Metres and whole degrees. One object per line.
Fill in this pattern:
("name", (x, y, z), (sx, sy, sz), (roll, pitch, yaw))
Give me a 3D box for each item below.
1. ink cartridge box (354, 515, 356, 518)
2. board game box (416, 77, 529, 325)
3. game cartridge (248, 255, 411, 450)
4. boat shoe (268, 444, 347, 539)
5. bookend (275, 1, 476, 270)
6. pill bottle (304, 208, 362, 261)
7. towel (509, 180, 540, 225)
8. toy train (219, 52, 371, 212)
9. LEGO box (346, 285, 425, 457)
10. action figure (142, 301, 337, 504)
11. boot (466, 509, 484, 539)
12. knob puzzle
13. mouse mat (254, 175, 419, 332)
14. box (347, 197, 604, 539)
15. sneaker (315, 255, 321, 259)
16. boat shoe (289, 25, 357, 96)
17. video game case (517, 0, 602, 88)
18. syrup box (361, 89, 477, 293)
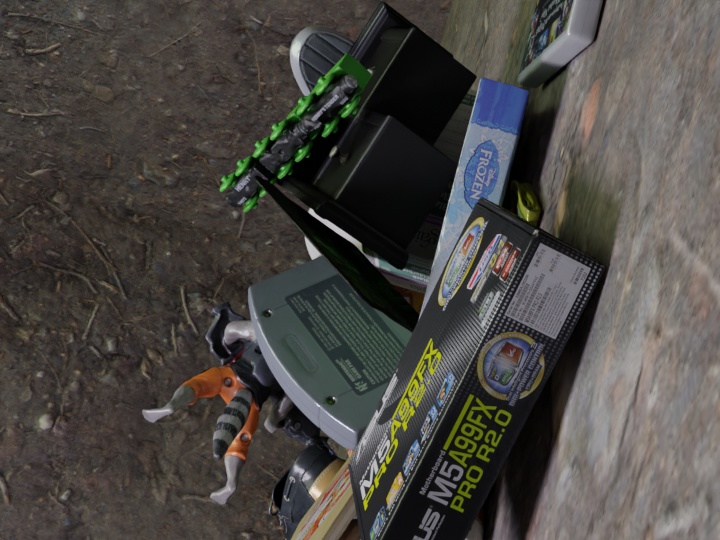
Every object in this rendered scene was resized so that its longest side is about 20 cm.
("ink cartridge box", (0.021, 0.244, 1.015), (0.117, 0.067, 0.201), (-78, 3, -50))
("board game box", (0.095, -0.047, 0.916), (0.200, 0.043, 0.201), (-23, -52, -82))
("game cartridge", (-0.016, 0.069, 0.993), (0.200, 0.132, 0.041), (50, 148, 37))
("boat shoe", (-0.047, 0.209, 1.012), (0.075, 0.062, 0.200), (-47, -9, -25))
("bookend", (0.026, -0.126, 0.959), (0.200, 0.092, 0.200), (-57, 20, 3))
("pill bottle", (0.037, -0.063, 1.206), (0.199, 0.109, 0.111), (-31, -35, -47))
("towel", (0.101, 0.035, 0.844), (0.086, 0.018, 0.202), (-77, 1, -72))
("toy train", (-0.059, -0.118, 0.955), (0.200, 0.042, 0.057), (-37, 19, 43))
("LEGO box", (0.042, 0.114, 1.230), (0.149, 0.076, 0.203), (130, 154, -86))
("action figure", (-0.084, 0.127, 1.037), (0.194, 0.200, 0.104), (-49, 11, -33))
("boot", (0.042, 0.180, 0.790), (0.145, 0.072, 0.201), (-77, 9, -47))
("knob puzzle", (-0.013, 0.183, 0.804), (0.221, 0.030, 0.220), (-54, 0, 0))
("mouse mat", (0.000, 0.000, 0.913), (0.008, 0.161, 0.200), (-45, -30, 5))
("box", (0.058, 0.064, 0.639), (0.202, 0.044, 0.160), (-64, 9, 7))
("sneaker", (-0.022, 0.079, 1.131), (0.080, 0.070, 0.202), (-91, -1, -53))
("boat shoe", (-0.016, -0.180, 1.097), (0.074, 0.067, 0.200), (-52, -43, -2))
("video game case", (0.168, -0.245, 0.838), (0.200, 0.023, 0.184), (-163, 87, -88))
("syrup box", (0.072, -0.082, 1.082), (0.082, 0.078, 0.202), (79, -150, -60))
